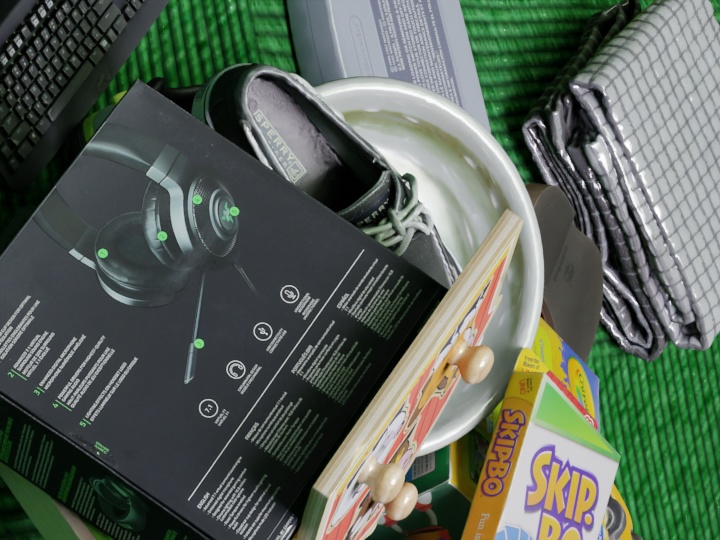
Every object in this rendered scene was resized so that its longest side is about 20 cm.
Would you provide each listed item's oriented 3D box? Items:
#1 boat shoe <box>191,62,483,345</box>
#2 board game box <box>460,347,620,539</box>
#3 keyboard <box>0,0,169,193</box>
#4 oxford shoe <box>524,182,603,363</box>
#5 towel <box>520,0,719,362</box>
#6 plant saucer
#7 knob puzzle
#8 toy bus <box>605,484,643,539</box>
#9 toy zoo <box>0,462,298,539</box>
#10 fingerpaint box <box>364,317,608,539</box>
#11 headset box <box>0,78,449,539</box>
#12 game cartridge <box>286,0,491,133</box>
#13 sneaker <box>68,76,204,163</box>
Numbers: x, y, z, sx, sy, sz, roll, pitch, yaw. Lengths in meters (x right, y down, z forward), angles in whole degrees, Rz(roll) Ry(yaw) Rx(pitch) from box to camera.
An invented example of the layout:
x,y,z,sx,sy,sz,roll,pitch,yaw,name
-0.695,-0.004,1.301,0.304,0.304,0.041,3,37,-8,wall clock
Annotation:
x,y,z,sx,sy,sz,roll,pitch,yaw,name
0.000,-0.027,1.440,0.074,0.068,0.200,-43,106,-22,boat shoe
0.087,0.148,1.498,0.096,0.030,0.201,46,51,-45,board game box
-0.163,-0.145,1.478,0.127,0.021,0.200,56,41,-25,keyboard
0.100,0.003,1.724,0.072,0.071,0.200,-65,152,-25,oxford shoe
0.188,-0.066,1.852,0.166,0.085,0.201,-48,119,-45,towel
0.000,0.000,1.505,0.199,0.050,0.201,2,87,-27,plant saucer
0.023,0.087,1.390,0.030,0.220,0.220,31,43,9,knob puzzle
0.133,0.224,1.674,0.065,0.078,0.201,54,26,-57,toy bus
-0.073,0.129,1.437,0.199,0.021,0.131,0,42,-46,toy zoo
0.067,0.101,1.617,0.167,0.073,0.201,44,31,-35,fingerpaint box
-0.090,0.035,1.363,0.200,0.093,0.174,33,66,2,headset box
0.016,-0.125,1.687,0.133,0.041,0.201,-15,92,-56,game cartridge
-0.064,-0.055,1.511,0.200,0.083,0.072,11,47,-50,sneaker
